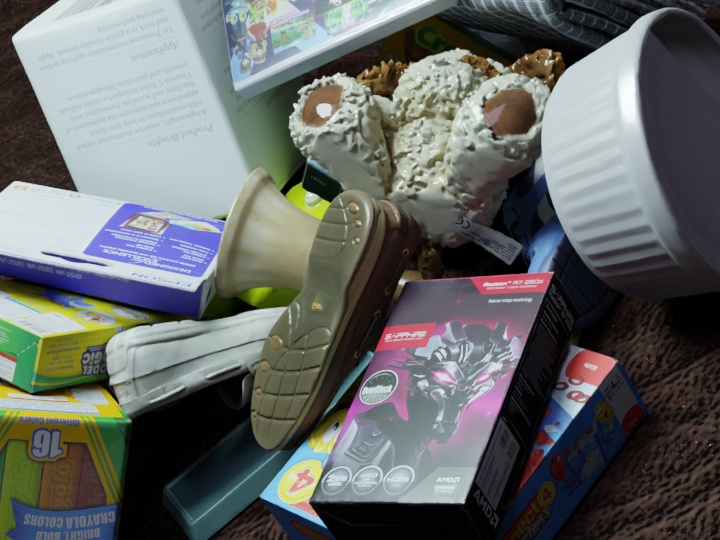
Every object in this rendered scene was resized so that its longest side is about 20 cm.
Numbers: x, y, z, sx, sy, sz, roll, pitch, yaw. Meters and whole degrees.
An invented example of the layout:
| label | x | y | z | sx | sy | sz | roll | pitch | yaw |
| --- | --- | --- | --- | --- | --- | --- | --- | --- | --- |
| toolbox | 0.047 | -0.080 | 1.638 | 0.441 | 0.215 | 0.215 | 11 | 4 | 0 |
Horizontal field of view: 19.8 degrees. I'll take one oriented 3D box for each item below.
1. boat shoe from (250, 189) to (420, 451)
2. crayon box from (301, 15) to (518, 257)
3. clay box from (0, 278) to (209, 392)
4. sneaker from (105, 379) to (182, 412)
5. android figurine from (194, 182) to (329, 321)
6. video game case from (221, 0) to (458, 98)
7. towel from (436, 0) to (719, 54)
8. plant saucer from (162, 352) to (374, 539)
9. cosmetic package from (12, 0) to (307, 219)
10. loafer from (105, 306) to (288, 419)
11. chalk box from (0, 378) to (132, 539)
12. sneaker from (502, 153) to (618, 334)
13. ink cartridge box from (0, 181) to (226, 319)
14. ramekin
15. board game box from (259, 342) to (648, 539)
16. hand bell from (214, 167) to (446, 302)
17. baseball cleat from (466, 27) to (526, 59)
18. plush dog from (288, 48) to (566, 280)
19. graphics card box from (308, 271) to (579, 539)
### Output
| label | x | y | z | sx | sy | sz | roll | pitch | yaw |
| --- | --- | --- | --- | --- | --- | --- | --- | --- | --- |
| boat shoe | -0.015 | 0.043 | 1.471 | 0.072 | 0.067 | 0.201 | 40 | 110 | 49 |
| crayon box | 0.057 | -0.121 | 1.639 | 0.125 | 0.052 | 0.201 | 31 | 67 | 5 |
| clay box | -0.216 | 0.042 | 1.557 | 0.114 | 0.199 | 0.048 | 21 | 105 | 32 |
| sneaker | -0.206 | 0.038 | 1.680 | 0.075 | 0.107 | 0.200 | -41 | 37 | -11 |
| android figurine | -0.049 | -0.011 | 1.675 | 0.200 | 0.041 | 0.182 | -46 | 38 | -13 |
| video game case | -0.026 | -0.253 | 1.638 | 0.199 | 0.023 | 0.184 | -21 | 63 | 23 |
| towel | 0.161 | -0.213 | 1.626 | 0.165 | 0.199 | 0.086 | 13 | 89 | 50 |
| plant saucer | -0.063 | 0.123 | 1.552 | 0.200 | 0.019 | 0.070 | -40 | 36 | -7 |
| cosmetic package | -0.158 | -0.154 | 1.750 | 0.164 | 0.201 | 0.165 | -12 | 21 | 25 |
| loafer | -0.091 | 0.068 | 1.525 | 0.198 | 0.070 | 0.070 | -8 | -4 | -22 |
| chalk box | -0.247 | 0.184 | 1.481 | 0.123 | 0.202 | 0.124 | 4 | 10 | -21 |
| sneaker | 0.147 | -0.024 | 1.518 | 0.082 | 0.074 | 0.201 | -16 | 35 | 31 |
| ink cartridge box | -0.205 | -0.012 | 1.587 | 0.196 | 0.044 | 0.200 | 11 | 15 | 4 |
| ramekin | 0.207 | -0.072 | 1.428 | 0.094 | 0.202 | 0.203 | -19 | 37 | 36 |
| board game box | 0.062 | 0.127 | 1.419 | 0.199 | 0.056 | 0.196 | 16 | 59 | 46 |
| hand bell | 0.000 | 0.000 | 1.562 | 0.198 | 0.105 | 0.105 | 17 | 54 | 12 |
| baseball cleat | 0.081 | -0.160 | 1.719 | 0.106 | 0.070 | 0.201 | -14 | 42 | 26 |
| plush dog | 0.066 | -0.099 | 1.530 | 0.198 | 0.161 | 0.172 | 2 | 40 | 21 |
| graphics card box | 0.058 | 0.090 | 1.374 | 0.125 | 0.051 | 0.201 | -3 | 47 | 34 |
